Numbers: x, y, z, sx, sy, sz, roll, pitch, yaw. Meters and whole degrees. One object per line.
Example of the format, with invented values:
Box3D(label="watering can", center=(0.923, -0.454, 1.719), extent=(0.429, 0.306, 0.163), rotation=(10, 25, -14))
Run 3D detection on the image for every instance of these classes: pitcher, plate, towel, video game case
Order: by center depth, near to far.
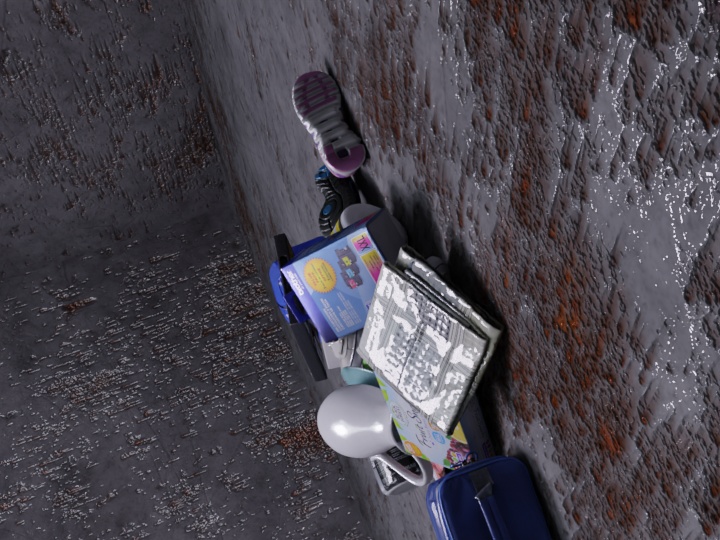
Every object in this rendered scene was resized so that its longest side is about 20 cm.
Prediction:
Box3D(label="towel", center=(0.082, 0.093, 1.250), extent=(0.193, 0.035, 0.200), rotation=(42, 129, 31))
Box3D(label="pitcher", center=(0.029, 0.271, 1.563), extent=(0.200, 0.121, 0.172), rotation=(-8, 103, 49))
Box3D(label="video game case", center=(-0.102, 0.066, 1.614), extent=(0.200, 0.025, 0.181), rotation=(73, -177, -55))
Box3D(label="plate", center=(0.049, 0.230, 1.678), extent=(0.200, 0.026, 0.200), rotation=(25, 158, 11))

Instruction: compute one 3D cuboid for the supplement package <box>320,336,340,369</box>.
Box3D(label="supplement package", center=(-0.026, 0.068, 1.796), extent=(0.120, 0.121, 0.200), rotation=(-104, 3, -49))

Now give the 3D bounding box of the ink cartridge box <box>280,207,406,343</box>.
Box3D(label="ink cartridge box", center=(-0.020, 0.016, 1.386), extent=(0.137, 0.200, 0.076), rotation=(59, -145, -8))

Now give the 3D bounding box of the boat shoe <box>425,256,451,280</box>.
Box3D(label="boat shoe", center=(0.116, 0.064, 1.322), extent=(0.067, 0.074, 0.200), rotation=(31, 148, 29))

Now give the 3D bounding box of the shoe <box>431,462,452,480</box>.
Box3D(label="shoe", center=(0.135, 0.274, 1.560), extent=(0.200, 0.071, 0.091), rotation=(69, 165, -8))

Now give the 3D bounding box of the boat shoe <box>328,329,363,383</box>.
Box3D(label="boat shoe", center=(-0.025, 0.123, 1.724), extent=(0.071, 0.070, 0.200), rotation=(-76, -5, -50))

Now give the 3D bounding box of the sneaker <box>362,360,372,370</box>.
Box3D(label="sneaker", center=(0.033, 0.151, 1.704), extent=(0.084, 0.077, 0.200), rotation=(53, 176, 23))

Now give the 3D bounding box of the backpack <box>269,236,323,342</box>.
Box3D(label="backpack", center=(-0.096, 0.051, 2.053), extent=(0.163, 0.168, 0.200), rotation=(-118, 8, -66))

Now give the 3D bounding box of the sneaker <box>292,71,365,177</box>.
Box3D(label="sneaker", center=(-0.054, -0.235, 1.583), extent=(0.088, 0.080, 0.200), rotation=(80, 167, -73))

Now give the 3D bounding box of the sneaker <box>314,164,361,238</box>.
Box3D(label="sneaker", center=(-0.024, -0.106, 1.607), extent=(0.082, 0.073, 0.200), rotation=(42, -153, -34))

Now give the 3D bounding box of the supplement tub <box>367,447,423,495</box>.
Box3D(label="supplement tub", center=(0.063, 0.322, 1.841), extent=(0.123, 0.122, 0.200), rotation=(95, 154, -65))

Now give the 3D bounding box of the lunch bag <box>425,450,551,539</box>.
Box3D(label="lunch bag", center=(0.176, 0.341, 1.279), extent=(0.132, 0.136, 0.200), rotation=(117, 134, -75))

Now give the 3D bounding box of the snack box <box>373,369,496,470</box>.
Box3D(label="snack box", center=(0.107, 0.202, 1.380), extent=(0.142, 0.053, 0.200), rotation=(15, 137, 41))

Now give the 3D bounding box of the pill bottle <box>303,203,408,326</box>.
Box3D(label="pill bottle", center=(-0.015, 0.002, 1.488), extent=(0.200, 0.112, 0.112), rotation=(-60, 42, 34))
